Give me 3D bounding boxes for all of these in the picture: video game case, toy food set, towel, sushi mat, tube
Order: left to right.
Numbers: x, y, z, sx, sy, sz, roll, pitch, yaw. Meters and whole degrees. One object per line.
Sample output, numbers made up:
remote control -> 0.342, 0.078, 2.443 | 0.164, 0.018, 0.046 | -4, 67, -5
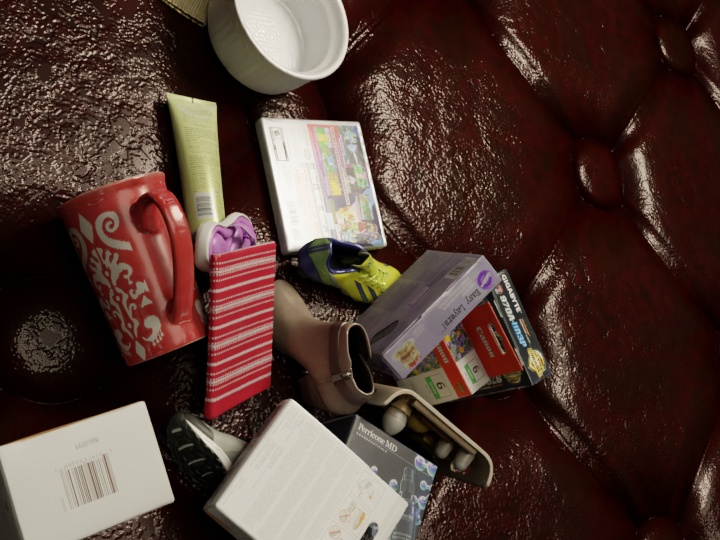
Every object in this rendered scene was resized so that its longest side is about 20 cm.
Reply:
sushi mat -> -0.233, -0.450, 1.346 | 0.095, 0.012, 0.201 | 31, 58, -26
tube -> -0.213, -0.139, 1.238 | 0.058, 0.052, 0.202 | 55, 24, -73
towel -> -0.148, 0.070, 1.143 | 0.144, 0.022, 0.202 | -21, 117, -65
video game case -> -0.056, -0.124, 1.366 | 0.181, 0.023, 0.202 | -4, 77, -38
toy food set -> 0.071, 0.224, 1.269 | 0.200, 0.143, 0.061 | 42, 71, -19

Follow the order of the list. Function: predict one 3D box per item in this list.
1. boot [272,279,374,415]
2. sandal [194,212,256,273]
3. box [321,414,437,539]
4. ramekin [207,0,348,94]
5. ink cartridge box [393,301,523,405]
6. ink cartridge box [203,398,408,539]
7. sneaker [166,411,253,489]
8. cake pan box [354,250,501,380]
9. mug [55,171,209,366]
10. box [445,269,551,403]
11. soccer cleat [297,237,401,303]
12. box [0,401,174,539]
boot -> -0.047, 0.092, 1.218 | 0.070, 0.146, 0.201 | -18, 86, -38
sandal -> -0.157, -0.026, 1.173 | 0.203, 0.049, 0.083 | -36, 133, -77
box -> -0.010, 0.313, 1.198 | 0.148, 0.107, 0.201 | 35, 56, -22
ramekin -> -0.122, -0.351, 1.335 | 0.199, 0.097, 0.202 | 14, 68, -37
ink cartridge box -> 0.121, 0.122, 1.301 | 0.050, 0.200, 0.110 | -30, 93, -40
ink cartridge box -> -0.061, 0.276, 1.102 | 0.200, 0.050, 0.162 | 44, 58, -11
sneaker -> -0.156, 0.233, 1.145 | 0.200, 0.074, 0.080 | 44, 44, -25
cake pan box -> 0.077, 0.051, 1.264 | 0.200, 0.184, 0.052 | -44, 107, -13
mug -> -0.256, 0.000, 1.083 | 0.133, 0.177, 0.201 | -20, 92, -13
box -> 0.163, 0.099, 1.341 | 0.046, 0.200, 0.160 | -24, 89, -36
soccer cleat -> 0.000, 0.001, 1.318 | 0.199, 0.083, 0.065 | 18, 61, -43
box -> -0.308, 0.215, 0.943 | 0.152, 0.199, 0.107 | -16, 86, -39
